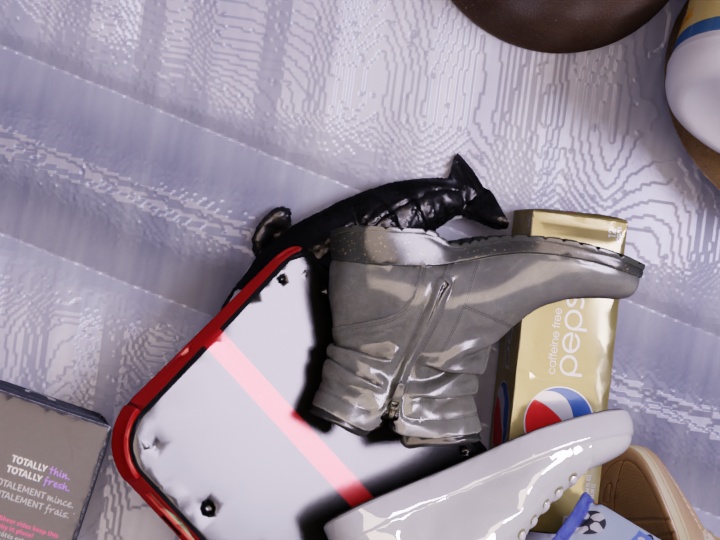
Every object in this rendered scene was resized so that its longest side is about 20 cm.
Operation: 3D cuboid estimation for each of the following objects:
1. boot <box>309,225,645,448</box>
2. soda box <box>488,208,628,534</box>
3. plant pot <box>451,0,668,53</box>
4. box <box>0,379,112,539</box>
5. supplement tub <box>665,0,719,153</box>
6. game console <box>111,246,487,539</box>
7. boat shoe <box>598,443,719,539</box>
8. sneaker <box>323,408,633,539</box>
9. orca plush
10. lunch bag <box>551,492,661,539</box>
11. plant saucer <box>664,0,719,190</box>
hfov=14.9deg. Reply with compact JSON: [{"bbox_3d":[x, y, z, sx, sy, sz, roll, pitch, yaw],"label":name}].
[{"bbox_3d":[0.069,0.043,1.659,0.199,0.068,0.132,3,90,-6],"label":"boot"},{"bbox_3d":[0.122,0.063,1.734,0.064,0.068,0.201,6,90,-8],"label":"soda box"},{"bbox_3d":[0.142,-0.230,1.665,0.186,0.200,0.188,0,92,-8],"label":"plant pot"},{"bbox_3d":[-0.238,0.167,1.664,0.122,0.106,0.201,19,89,-7],"label":"box"},{"bbox_3d":[0.277,-0.171,1.656,0.144,0.145,0.201,24,68,-8],"label":"supplement tub"},{"bbox_3d":[-0.034,0.114,1.668,0.177,0.031,0.200,-46,103,-17],"label":"game console"},{"bbox_3d":[0.205,0.198,1.757,0.064,0.071,0.201,-29,102,-45],"label":"boat shoe"},{"bbox_3d":[0.083,0.150,1.652,0.199,0.073,0.085,-23,82,-9],"label":"sneaker"},{"bbox_3d":[0.000,0.000,1.713,0.199,0.071,0.106,-19,94,-8],"label":"orca plush"},{"bbox_3d":[0.162,0.264,1.685,0.169,0.124,0.201,28,128,14],"label":"lunch bag"},{"bbox_3d":[0.293,-0.124,1.736,0.199,0.035,0.201,2,69,-5],"label":"plant saucer"}]
